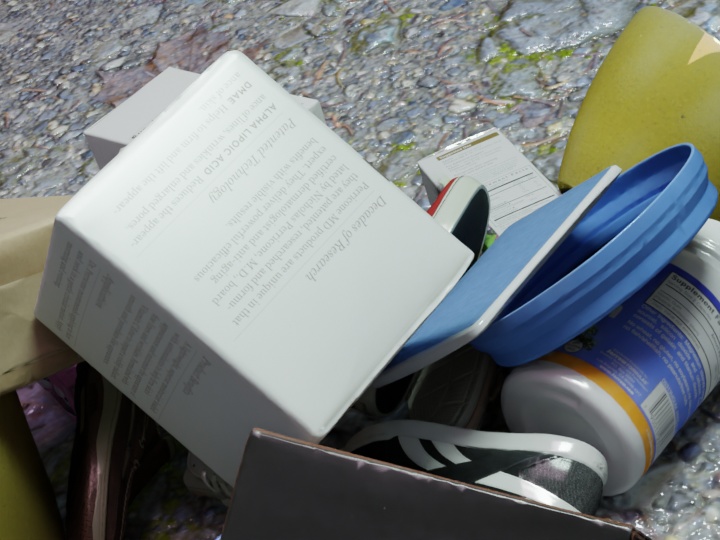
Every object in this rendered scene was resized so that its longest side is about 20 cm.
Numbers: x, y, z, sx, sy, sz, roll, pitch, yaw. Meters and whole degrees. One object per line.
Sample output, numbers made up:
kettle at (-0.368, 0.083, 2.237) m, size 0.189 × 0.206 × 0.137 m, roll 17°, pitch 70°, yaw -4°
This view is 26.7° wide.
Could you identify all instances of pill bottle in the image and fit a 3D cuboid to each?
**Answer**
pill bottle at (0.196, 0.052, 1.051) m, size 0.112 × 0.112 × 0.200 m, roll 17°, pitch 48°, yaw 39°

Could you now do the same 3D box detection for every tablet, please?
tablet at (0.095, 0.004, 1.044) m, size 0.200 × 0.014 × 0.130 m, roll -46°, pitch 8°, yaw -38°

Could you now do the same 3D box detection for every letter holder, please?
letter holder at (0.042, 0.161, 0.795) m, size 0.200 × 0.142 × 0.101 m, roll 12°, pitch 82°, yaw 18°

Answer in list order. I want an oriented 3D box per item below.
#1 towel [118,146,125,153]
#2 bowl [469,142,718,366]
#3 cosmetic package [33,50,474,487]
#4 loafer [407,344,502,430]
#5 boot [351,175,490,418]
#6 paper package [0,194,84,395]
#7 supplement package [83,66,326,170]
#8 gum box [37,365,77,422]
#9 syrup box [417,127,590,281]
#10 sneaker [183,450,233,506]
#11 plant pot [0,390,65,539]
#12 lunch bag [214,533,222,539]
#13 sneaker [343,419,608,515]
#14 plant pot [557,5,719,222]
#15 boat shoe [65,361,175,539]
towel at (-0.121, -0.038, 1.224) m, size 0.200 × 0.034 × 0.133 m, roll 6°, pitch 72°, yaw 22°
bowl at (0.155, -0.008, 1.021) m, size 0.201 × 0.039 × 0.201 m, roll -40°, pitch 5°, yaw 4°
cosmetic package at (-0.072, 0.009, 0.951) m, size 0.200 × 0.165 × 0.165 m, roll 41°, pitch 63°, yaw 1°
loafer at (0.081, 0.066, 1.130) m, size 0.072 × 0.063 × 0.200 m, roll -30°, pitch 32°, yaw 26°
boot at (0.000, 0.000, 1.128) m, size 0.144 × 0.072 × 0.200 m, roll 19°, pitch 67°, yaw 31°
paper package at (-0.267, 0.015, 1.076) m, size 0.200 × 0.104 × 0.191 m, roll 1°, pitch 17°, yaw 43°
supplement package at (-0.130, -0.092, 1.381) m, size 0.200 × 0.121 × 0.120 m, roll 17°, pitch 48°, yaw 40°
gum box at (-0.179, 0.049, 1.259) m, size 0.200 × 0.066 × 0.113 m, roll -32°, pitch 39°, yaw -19°
syrup box at (0.123, -0.030, 1.223) m, size 0.081 × 0.079 × 0.200 m, roll -24°, pitch 36°, yaw -8°
sneaker at (-0.077, 0.149, 1.087) m, size 0.092 × 0.076 × 0.200 m, roll -30°, pitch 29°, yaw -5°
plant pot at (-0.311, 0.173, 1.053) m, size 0.194 × 0.196 × 0.200 m, roll -9°, pitch 25°, yaw 13°
lunch bag at (-0.002, 0.218, 0.894) m, size 0.136 × 0.132 × 0.200 m, roll -36°, pitch 52°, yaw -24°
sneaker at (0.057, 0.163, 0.999) m, size 0.200 × 0.073 × 0.112 m, roll -4°, pitch 50°, yaw 35°
plant pot at (0.237, -0.083, 1.173) m, size 0.142 × 0.200 × 0.200 m, roll -44°, pitch 39°, yaw -2°
boat shoe at (-0.171, 0.132, 1.119) m, size 0.075 × 0.075 × 0.202 m, roll 10°, pitch 60°, yaw -20°
